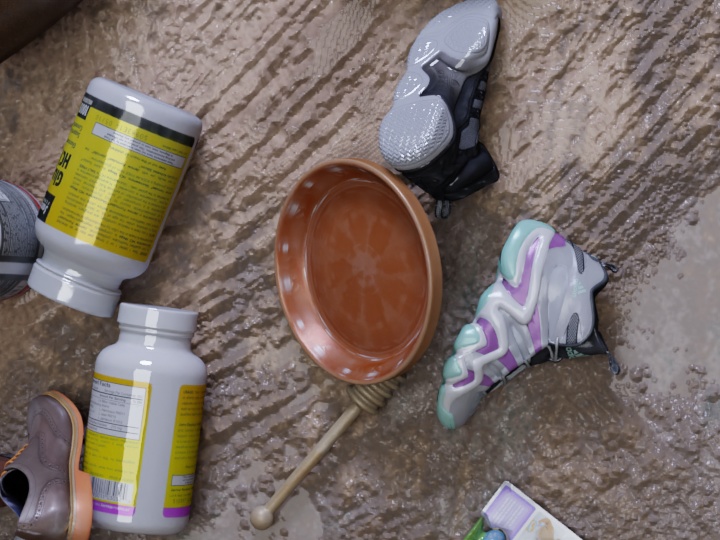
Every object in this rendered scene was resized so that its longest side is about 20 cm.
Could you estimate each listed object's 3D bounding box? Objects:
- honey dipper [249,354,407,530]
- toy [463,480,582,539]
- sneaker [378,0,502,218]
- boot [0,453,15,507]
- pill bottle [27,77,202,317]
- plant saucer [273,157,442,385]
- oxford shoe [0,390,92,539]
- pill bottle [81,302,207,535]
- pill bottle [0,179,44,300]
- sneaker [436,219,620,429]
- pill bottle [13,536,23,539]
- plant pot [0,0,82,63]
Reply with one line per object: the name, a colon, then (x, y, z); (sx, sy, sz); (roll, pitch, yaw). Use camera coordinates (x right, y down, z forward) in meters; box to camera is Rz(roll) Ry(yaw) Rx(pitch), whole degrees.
honey dipper: (-0.035, 0.160, 1.713); (0.038, 0.038, 0.200); (43, 101, 9)
toy: (0.171, 0.294, 1.661); (0.200, 0.047, 0.115); (38, 98, 10)
sneaker: (0.086, -0.143, 1.671); (0.075, 0.114, 0.201); (4, 54, 35)
boot: (-0.411, 0.204, 1.699); (0.187, 0.200, 0.069); (2, 90, 11)
pill bottle: (-0.230, -0.065, 1.712); (0.112, 0.112, 0.201); (23, 93, 11)
plant saucer: (0.000, 0.000, 1.663); (0.199, 0.032, 0.202); (11, 106, 44)
oxford shoe: (-0.289, 0.172, 1.688); (0.072, 0.200, 0.072); (7, 118, -21)
pill bottle: (-0.196, 0.133, 1.707); (0.103, 0.104, 0.202); (8, 91, 11)
pill bottle: (-0.365, -0.030, 1.693); (0.115, 0.200, 0.117); (0, 89, 11)
sneaker: (0.160, 0.070, 1.651); (0.139, 0.078, 0.201); (26, 95, 11)
pill bottle: (-0.331, 0.327, 1.728); (0.111, 0.111, 0.200); (40, 96, 9)
plant pot: (-0.295, -0.312, 1.709); (0.199, 0.187, 0.188); (-28, 84, -4)
